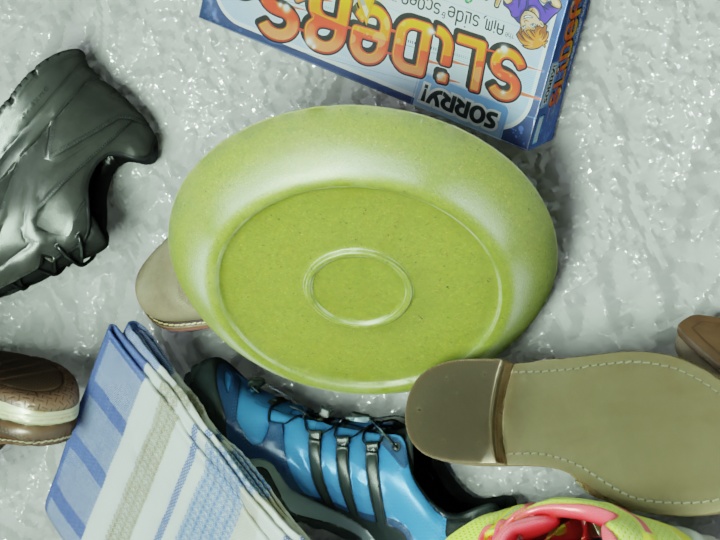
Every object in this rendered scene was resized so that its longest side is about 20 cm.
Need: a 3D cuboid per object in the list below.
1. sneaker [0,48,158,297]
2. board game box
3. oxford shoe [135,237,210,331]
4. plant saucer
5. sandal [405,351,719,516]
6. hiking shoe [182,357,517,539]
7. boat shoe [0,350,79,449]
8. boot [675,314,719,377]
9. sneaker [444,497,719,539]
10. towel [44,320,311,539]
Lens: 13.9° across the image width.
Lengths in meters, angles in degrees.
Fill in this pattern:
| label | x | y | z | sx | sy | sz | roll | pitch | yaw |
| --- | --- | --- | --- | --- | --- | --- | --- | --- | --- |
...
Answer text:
| label | x | y | z | sx | sy | sz | roll | pitch | yaw |
| --- | --- | --- | --- | --- | --- | --- | --- | --- | --- |
| sneaker | -0.188 | -0.021 | 1.601 | 0.091 | 0.076 | 0.200 | 38 | 96 | 4 |
| board game box | 0.022 | -0.160 | 1.496 | 0.199 | 0.034 | 0.136 | 23 | 113 | 21 |
| oxford shoe | -0.052 | -0.029 | 1.540 | 0.200 | 0.075 | 0.071 | -31 | 65 | 27 |
| plant saucer | 0.000 | 0.000 | 1.490 | 0.199 | 0.031 | 0.201 | 3 | 135 | 3 |
| sandal | 0.127 | 0.080 | 1.472 | 0.211 | 0.070 | 0.078 | 6 | 83 | 37 |
| hiking shoe | -0.003 | 0.100 | 1.570 | 0.200 | 0.074 | 0.087 | 37 | 109 | 5 |
| boat shoe | -0.216 | 0.084 | 1.647 | 0.202 | 0.074 | 0.075 | 14 | 106 | 57 |
| boot | 0.229 | 0.124 | 1.450 | 0.200 | 0.070 | 0.147 | 29 | 127 | 31 |
| sneaker | 0.089 | 0.141 | 1.441 | 0.200 | 0.090 | 0.079 | -10 | 63 | 51 |
| towel | -0.095 | 0.140 | 1.558 | 0.200 | 0.024 | 0.147 | 48 | 129 | 34 |
